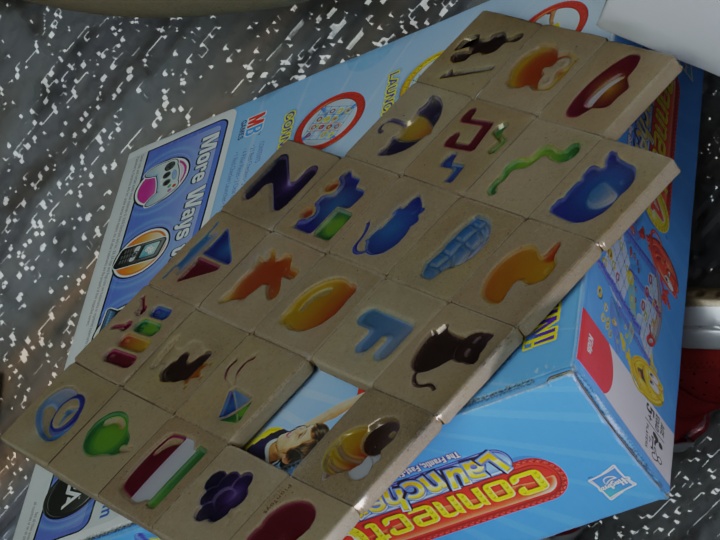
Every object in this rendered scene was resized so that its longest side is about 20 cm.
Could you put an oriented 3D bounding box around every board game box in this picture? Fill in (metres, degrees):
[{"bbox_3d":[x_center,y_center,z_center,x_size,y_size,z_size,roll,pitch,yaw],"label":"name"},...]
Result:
[{"bbox_3d":[0.003,0.011,0.915,0.195,0.200,0.056,-20,125,26],"label":"board game box"}]

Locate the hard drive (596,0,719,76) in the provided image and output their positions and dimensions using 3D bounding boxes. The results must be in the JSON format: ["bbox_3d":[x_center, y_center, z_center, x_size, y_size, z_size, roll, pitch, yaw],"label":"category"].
[{"bbox_3d":[0.179,-0.084,0.832,0.199,0.027,0.132,22,134,2],"label":"hard drive"}]

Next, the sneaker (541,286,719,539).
[{"bbox_3d":[0.063,0.068,0.946,0.200,0.071,0.113,-12,80,35],"label":"sneaker"}]

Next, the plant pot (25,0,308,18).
[{"bbox_3d":[-0.051,-0.159,0.960,0.134,0.200,0.201,30,105,-4],"label":"plant pot"}]

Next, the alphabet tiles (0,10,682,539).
[{"bbox_3d":[0.000,0.000,0.871,0.200,0.008,0.167,-46,31,-15],"label":"alphabet tiles"}]
